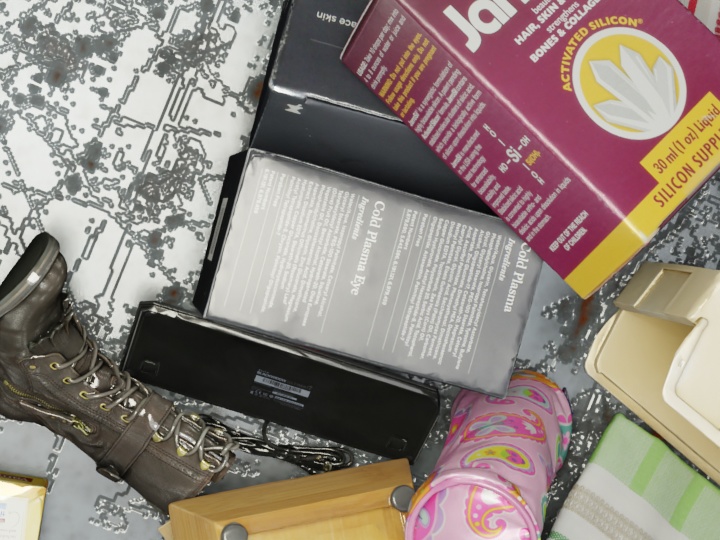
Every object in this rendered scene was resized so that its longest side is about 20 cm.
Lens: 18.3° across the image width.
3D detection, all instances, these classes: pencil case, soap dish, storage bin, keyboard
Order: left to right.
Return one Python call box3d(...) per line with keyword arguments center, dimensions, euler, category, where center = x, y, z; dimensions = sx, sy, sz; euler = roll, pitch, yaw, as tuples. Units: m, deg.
box3d(center=(-0.054, 0.081, 1.405), dimensions=(0.200, 0.127, 0.021), euler=(18, 48, -5), category="keyboard")
box3d(center=(-0.021, 0.225, 1.363), dimensions=(0.157, 0.081, 0.200), euler=(-9, 83, -17), category="soap dish")
box3d(center=(0.083, 0.127, 1.370), dimensions=(0.087, 0.200, 0.088), euler=(3, 107, 11), category="pencil case")
box3d(center=(0.250, 0.087, 1.381), dimensions=(0.198, 0.200, 0.094), euler=(39, 87, -7), category="storage bin")

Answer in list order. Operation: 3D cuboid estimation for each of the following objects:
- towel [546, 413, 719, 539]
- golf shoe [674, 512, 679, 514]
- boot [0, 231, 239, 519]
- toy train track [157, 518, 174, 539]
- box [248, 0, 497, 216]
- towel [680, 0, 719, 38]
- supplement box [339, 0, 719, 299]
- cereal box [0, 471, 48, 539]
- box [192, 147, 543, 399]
box3d(center=(0.173, 0.209, 1.387), dimensions=(0.149, 0.031, 0.200), euler=(37, 66, -18), category="towel")
box3d(center=(0.143, 0.219, 1.441), dimensions=(0.092, 0.073, 0.200), euler=(44, 88, -8), category="golf shoe")
box3d(center=(-0.150, 0.070, 1.359), dimensions=(0.174, 0.200, 0.069), euler=(31, 59, -1), category="boot")
box3d(center=(-0.126, 0.217, 1.434), dimensions=(0.200, 0.033, 0.115), euler=(-33, 113, 3), category="toy train track")
box3d(center=(0.052, -0.153, 1.362), dimensions=(0.196, 0.117, 0.200), euler=(15, 71, -6), category="box")
box3d(center=(0.237, -0.151, 1.399), dimensions=(0.200, 0.023, 0.144), euler=(11, 94, -44), category="towel")
box3d(center=(0.110, -0.107, 1.240), dimensions=(0.200, 0.103, 0.131), euler=(44, 66, 3), category="supplement box")
box3d(center=(-0.283, 0.221, 1.413), dimensions=(0.144, 0.040, 0.200), euler=(10, 93, -6), category="cereal box")
box3d(center=(0.000, 0.000, 1.349), dimensions=(0.182, 0.200, 0.104), euler=(15, 90, -6), category="box")
